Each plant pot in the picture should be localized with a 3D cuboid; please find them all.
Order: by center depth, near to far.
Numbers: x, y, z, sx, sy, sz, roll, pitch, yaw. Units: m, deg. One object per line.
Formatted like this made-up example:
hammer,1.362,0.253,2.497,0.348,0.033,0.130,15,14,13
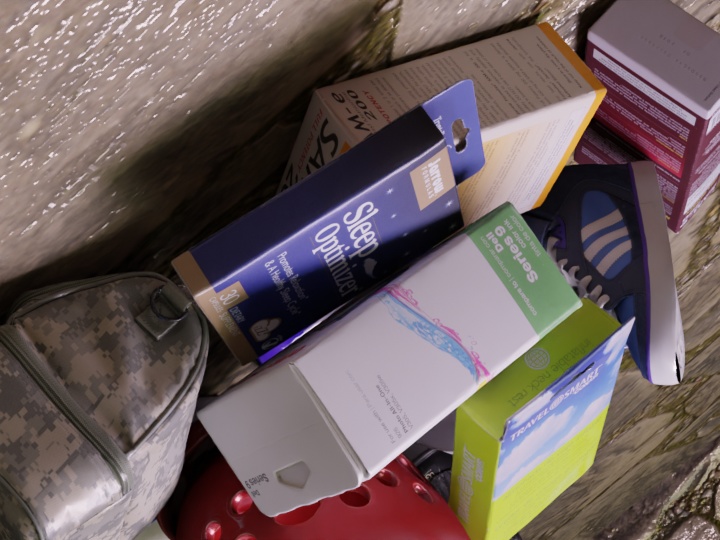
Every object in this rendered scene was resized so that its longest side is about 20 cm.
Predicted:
plant pot,-0.041,0.192,1.031,0.200,0.183,0.201,-21,139,-19

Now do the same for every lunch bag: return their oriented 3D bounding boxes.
lunch bag,-0.174,0.101,0.903,0.168,0.139,0.200,-35,163,-29

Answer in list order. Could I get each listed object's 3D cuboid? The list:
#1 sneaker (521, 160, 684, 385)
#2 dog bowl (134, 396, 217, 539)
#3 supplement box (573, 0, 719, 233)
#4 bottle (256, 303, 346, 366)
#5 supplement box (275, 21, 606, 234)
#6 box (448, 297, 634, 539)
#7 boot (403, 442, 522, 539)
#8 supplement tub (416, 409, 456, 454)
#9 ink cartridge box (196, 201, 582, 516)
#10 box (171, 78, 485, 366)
sneaker,0.154,0.006,1.062,0.146,0.201,0.081,-9,140,12
dog bowl,-0.165,0.195,1.184,0.200,0.079,0.200,-32,157,-15
supplement box,0.224,-0.118,1.102,0.061,0.109,0.200,-47,161,-15
bottle,0.000,0.000,1.064,0.200,0.065,0.084,-36,164,-5
supplement box,0.050,-0.079,0.970,0.200,0.074,0.126,-21,153,-33
box,0.117,0.105,0.987,0.122,0.048,0.200,-37,152,-23
boot,0.145,0.257,1.675,0.211,0.158,0.079,-6,143,-52
supplement tub,0.104,0.073,1.149,0.140,0.140,0.200,-44,163,17
ink cartridge box,0.017,0.057,0.910,0.200,0.088,0.145,-37,-178,-33
box,-0.006,-0.026,0.861,0.200,0.032,0.121,-34,156,-5
